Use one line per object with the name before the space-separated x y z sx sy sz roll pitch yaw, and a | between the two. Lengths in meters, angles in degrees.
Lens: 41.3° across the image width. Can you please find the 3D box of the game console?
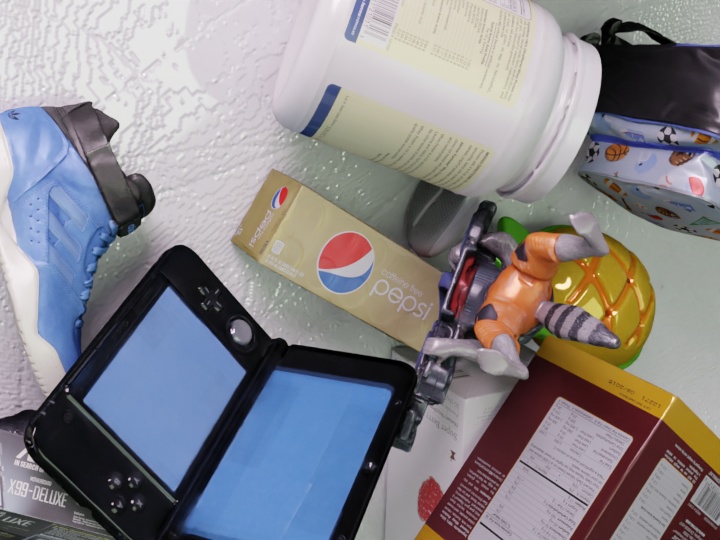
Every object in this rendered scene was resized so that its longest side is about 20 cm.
game console | -0.078 0.084 0.615 0.176 0.116 0.200 51 38 -19

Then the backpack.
backpack | 0.288 -0.105 0.785 0.189 0.200 0.155 15 99 -35

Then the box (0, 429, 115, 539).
box | -0.216 0.164 0.646 0.199 0.157 0.050 26 55 -32

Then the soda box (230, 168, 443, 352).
soda box | 0.000 0.000 0.765 0.199 0.064 0.068 31 90 -32

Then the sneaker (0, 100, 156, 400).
sneaker | -0.182 -0.013 0.634 0.110 0.077 0.202 -15 91 -21

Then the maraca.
maraca | 0.183 0.021 0.842 0.199 0.107 0.138 14 60 -33

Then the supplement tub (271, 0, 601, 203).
supplement tub | 0.051 -0.138 0.672 0.199 0.145 0.146 19 97 -14

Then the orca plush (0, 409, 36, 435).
orca plush | -0.185 0.113 0.675 0.198 0.072 0.105 4 151 3

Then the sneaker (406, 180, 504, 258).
sneaker | 0.116 -0.087 0.797 0.080 0.070 0.201 39 85 -35

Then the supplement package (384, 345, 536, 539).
supplement package | 0.101 0.173 0.843 0.119 0.121 0.202 -8 109 -27

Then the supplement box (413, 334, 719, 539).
supplement box | 0.187 0.199 0.749 0.197 0.133 0.201 39 83 -35

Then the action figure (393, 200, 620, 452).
action figure | 0.100 0.050 0.688 0.104 0.193 0.201 22 84 -4
